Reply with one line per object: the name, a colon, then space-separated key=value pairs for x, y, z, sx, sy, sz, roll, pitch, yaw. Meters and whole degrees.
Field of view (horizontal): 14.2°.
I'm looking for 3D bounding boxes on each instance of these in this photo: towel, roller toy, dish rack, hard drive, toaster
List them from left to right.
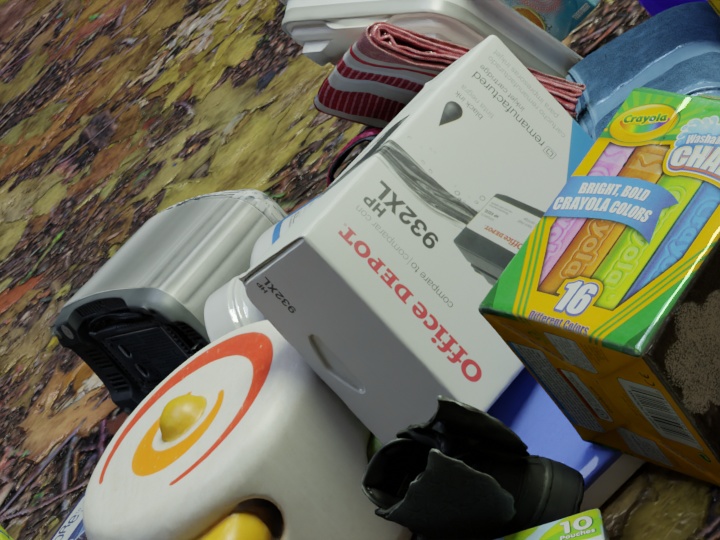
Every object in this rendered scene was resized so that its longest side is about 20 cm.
toaster: x=-0.113 y=0.020 z=2.015 sx=0.200 sy=0.114 sz=0.129 roll=-15 pitch=32 yaw=55
roller toy: x=-0.067 y=0.127 z=1.686 sx=0.200 sy=0.140 sz=0.182 roll=-53 pitch=22 yaw=-23
dish rack: x=0.053 y=-0.136 z=1.905 sx=0.171 sy=0.200 sz=0.044 roll=1 pitch=70 yaw=42
towel: x=0.052 y=-0.109 z=1.866 sx=0.200 sy=0.144 sz=0.023 roll=139 pitch=147 yaw=-75
hard drive: x=0.155 y=0.044 z=1.589 sx=0.200 sy=0.025 sz=0.132 roll=-44 pitch=28 yaw=-4
towel: x=0.184 y=-0.106 z=1.785 sx=0.111 sy=0.049 sz=0.200 roll=-33 pitch=17 yaw=14

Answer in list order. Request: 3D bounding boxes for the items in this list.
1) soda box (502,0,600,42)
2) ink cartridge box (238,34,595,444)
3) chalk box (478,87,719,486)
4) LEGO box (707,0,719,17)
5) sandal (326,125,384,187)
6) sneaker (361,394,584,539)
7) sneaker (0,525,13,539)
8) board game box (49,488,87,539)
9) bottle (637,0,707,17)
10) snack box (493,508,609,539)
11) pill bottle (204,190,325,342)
soda box: x=0.106 y=-0.175 z=1.988 sx=0.068 sy=0.064 sz=0.200 roll=-57 pitch=7 yaw=-34
ink cartridge box: x=0.052 y=-0.014 z=1.644 sx=0.200 sy=0.145 sz=0.084 roll=-47 pitch=7 yaw=-35
chalk box: x=0.182 y=-0.010 z=1.482 sx=0.124 sy=0.125 sz=0.200 roll=15 pitch=62 yaw=48
LEGO box: x=0.227 y=-0.237 z=1.775 sx=0.077 sy=0.200 sz=0.149 roll=-33 pitch=22 yaw=23
sandal: x=0.008 y=-0.064 z=1.939 sx=0.200 sy=0.075 sz=0.045 roll=131 pitch=132 yaw=-65
sneaker: x=0.045 y=0.114 z=1.504 sx=0.200 sy=0.104 sz=0.060 roll=150 pitch=136 yaw=-64
sneaker: x=-0.294 y=0.200 z=2.049 sx=0.083 sy=0.071 sz=0.200 roll=-40 pitch=23 yaw=-10
board game box: x=-0.146 y=0.160 z=1.909 sx=0.135 sy=0.034 sz=0.200 roll=-14 pitch=35 yaw=53
bottle: x=0.235 y=-0.246 z=1.966 sx=0.083 sy=0.065 sz=0.200 roll=-30 pitch=24 yaw=34
snack box: x=0.034 y=0.200 z=1.408 sx=0.199 sy=0.053 sz=0.142 roll=-18 pitch=25 yaw=9
pill bottle: x=0.000 y=0.000 z=1.852 sx=0.200 sy=0.112 sz=0.112 roll=-33 pitch=23 yaw=25
